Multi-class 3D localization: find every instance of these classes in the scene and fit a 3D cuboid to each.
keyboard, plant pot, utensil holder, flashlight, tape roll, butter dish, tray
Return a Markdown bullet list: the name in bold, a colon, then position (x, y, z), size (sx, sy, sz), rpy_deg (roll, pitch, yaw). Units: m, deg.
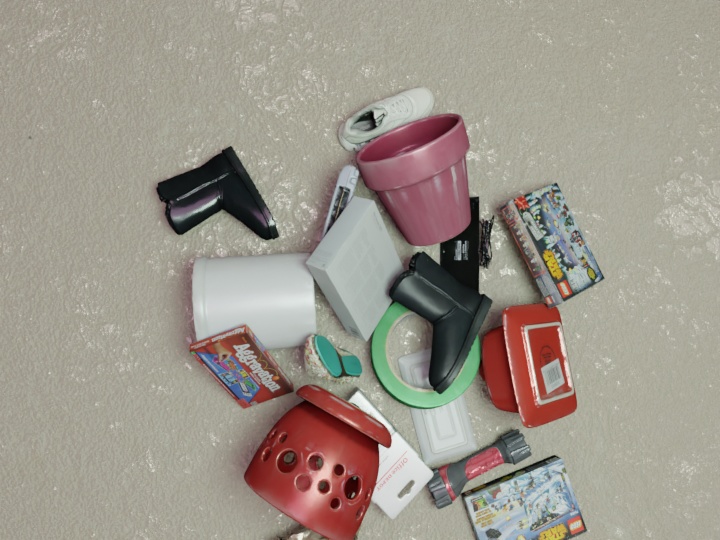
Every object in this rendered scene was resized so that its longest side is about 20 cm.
- **keyboard**: position (0.204, -0.036, 1.186), size (0.102, 0.040, 0.205), rpy_deg (0, 86, 20)
- **plant pot**: position (0.111, -0.153, 1.102), size (0.197, 0.200, 0.182), rpy_deg (-26, 114, -6)
- **utensil holder**: position (-0.178, 0.057, 1.079), size (0.195, 0.170, 0.174), rpy_deg (-4, 85, -7)
- **flashlight**: position (0.213, 0.356, 1.126), size (0.197, 0.068, 0.068), rpy_deg (-26, 53, -1)
- **tape roll**: position (0.116, 0.146, 1.131), size (0.195, 0.048, 0.205), rpy_deg (0, 74, -1)
- **butter dish**: position (0.279, 0.171, 1.118), size (0.197, 0.146, 0.204), rpy_deg (-1, 78, -45)
- **tray**: position (0.144, 0.248, 1.156), size (0.105, 0.022, 0.205), rpy_deg (-15, 86, -4)
- **plant pot**: position (-0.059, 0.295, 0.990), size (0.198, 0.201, 0.185), rpy_deg (29, 75, -1)

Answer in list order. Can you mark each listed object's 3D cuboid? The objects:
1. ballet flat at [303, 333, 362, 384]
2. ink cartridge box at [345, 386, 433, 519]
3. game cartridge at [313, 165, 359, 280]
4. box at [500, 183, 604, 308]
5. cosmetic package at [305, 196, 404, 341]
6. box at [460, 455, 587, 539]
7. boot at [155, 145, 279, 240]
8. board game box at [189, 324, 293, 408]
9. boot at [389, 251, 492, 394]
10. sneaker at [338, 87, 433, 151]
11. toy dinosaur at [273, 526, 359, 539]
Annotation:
- **ballet flat**: position (-0.058, 0.163, 1.071), size (0.063, 0.200, 0.077), rpy_deg (-21, 62, 15)
- **ink cartridge box**: position (0.023, 0.325, 1.118), size (0.116, 0.067, 0.200), rpy_deg (-43, 89, -6)
- **game cartridge**: position (-0.046, -0.078, 1.113), size (0.040, 0.133, 0.205), rpy_deg (15, 87, 0)
- **box**: position (0.354, -0.050, 1.147), size (0.135, 0.040, 0.203), rpy_deg (-21, 82, -33)
- **cosmetic package**: position (0.000, 0.000, 1.069), size (0.051, 0.202, 0.152), rpy_deg (18, 60, 36)
- **box**: position (0.299, 0.443, 1.142), size (0.196, 0.040, 0.140), rpy_deg (-19, 86, -5)
- **boot**: position (-0.259, -0.106, 1.128), size (0.166, 0.077, 0.202), rpy_deg (-31, 81, -9)
- **board game box**: position (-0.196, 0.168, 1.057), size (0.101, 0.201, 0.020), rpy_deg (-20, 48, 5)
- **boot**: position (0.117, 0.085, 1.072), size (0.166, 0.077, 0.202), rpy_deg (31, 69, 0)
- **sneaker**: position (0.053, -0.288, 1.166), size (0.197, 0.081, 0.076), rpy_deg (-28, 86, -7)
- **toy dinosaur**: position (-0.073, 0.489, 1.096), size (0.198, 0.086, 0.137), rpy_deg (32, 94, -17)
